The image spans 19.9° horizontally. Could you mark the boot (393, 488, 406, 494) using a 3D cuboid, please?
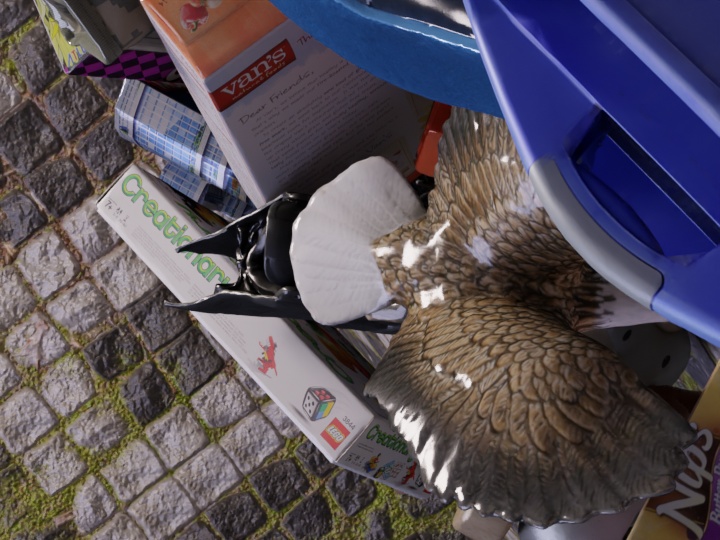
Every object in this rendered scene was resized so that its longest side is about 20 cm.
[{"bbox_3d":[0.072,0.053,1.096,0.076,0.200,0.074,50,-141,-1],"label":"boot"}]

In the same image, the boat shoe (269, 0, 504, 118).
[{"bbox_3d":[0.032,-0.100,0.716,0.200,0.069,0.084,29,169,40],"label":"boat shoe"}]

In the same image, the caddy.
[{"bbox_3d":[0.098,-0.037,0.543,0.200,0.105,0.142,50,175,32],"label":"caddy"}]

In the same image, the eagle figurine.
[{"bbox_3d":[0.065,0.006,0.763,0.152,0.150,0.200,61,175,1],"label":"eagle figurine"}]

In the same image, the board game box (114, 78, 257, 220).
[{"bbox_3d":[-0.062,-0.068,1.221,0.199,0.062,0.200,28,-167,20],"label":"board game box"}]

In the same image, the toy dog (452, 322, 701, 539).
[{"bbox_3d":[0.115,0.064,0.913,0.131,0.096,0.201,20,-139,-16],"label":"toy dog"}]

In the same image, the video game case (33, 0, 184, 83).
[{"bbox_3d":[-0.126,-0.191,1.175,0.200,0.036,0.182,-4,-115,-56],"label":"video game case"}]

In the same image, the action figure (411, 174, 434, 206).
[{"bbox_3d":[0.069,0.016,1.168,0.119,0.101,0.201,-106,10,-51],"label":"action figure"}]

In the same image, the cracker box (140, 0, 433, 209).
[{"bbox_3d":[-0.010,-0.098,0.950,0.058,0.134,0.200,52,174,24],"label":"cracker box"}]

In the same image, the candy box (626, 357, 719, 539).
[{"bbox_3d":[0.156,0.094,0.802,0.056,0.117,0.200,25,165,18],"label":"candy box"}]

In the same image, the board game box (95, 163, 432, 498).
[{"bbox_3d":[-0.042,0.033,1.071,0.200,0.035,0.126,45,-174,26],"label":"board game box"}]

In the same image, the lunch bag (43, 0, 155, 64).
[{"bbox_3d":[-0.116,-0.220,0.914,0.200,0.164,0.118,55,172,-21],"label":"lunch bag"}]

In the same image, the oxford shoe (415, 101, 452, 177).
[{"bbox_3d":[0.074,-0.080,0.823,0.072,0.072,0.200,19,166,-2],"label":"oxford shoe"}]

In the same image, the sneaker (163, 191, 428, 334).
[{"bbox_3d":[0.000,-0.003,0.933,0.104,0.060,0.199,13,166,-30],"label":"sneaker"}]
